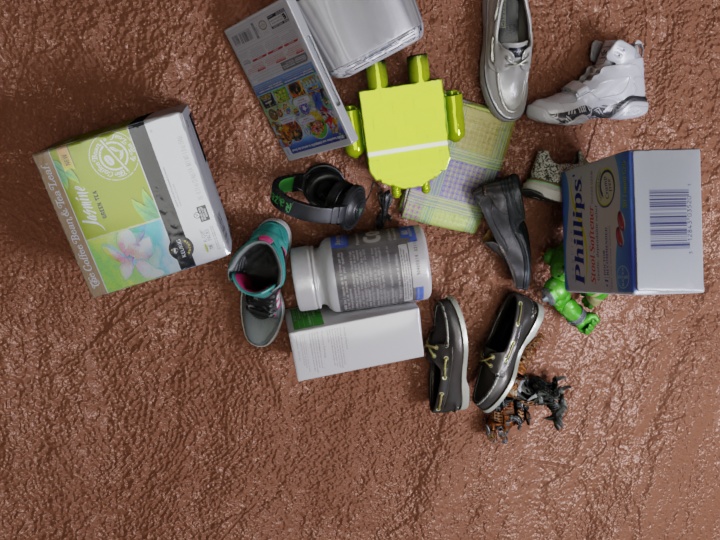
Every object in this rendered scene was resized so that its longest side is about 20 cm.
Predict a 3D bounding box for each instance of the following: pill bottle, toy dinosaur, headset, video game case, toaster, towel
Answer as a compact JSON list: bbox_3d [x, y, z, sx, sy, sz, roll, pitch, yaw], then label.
[{"bbox_3d":[0.000,0.000,1.041,0.198,0.114,0.115,-8,109,-2],"label":"pill bottle"},{"bbox_3d":[0.276,0.208,1.176,0.135,0.102,0.201,16,127,3],"label":"toy dinosaur"},{"bbox_3d":[-0.037,-0.095,1.014,0.199,0.123,0.095,-8,123,-33],"label":"headset"},{"bbox_3d":[-0.095,-0.253,0.945,0.018,0.142,0.201,-41,115,-37],"label":"video game case"},{"bbox_3d":[-0.001,-0.350,0.938,0.199,0.114,0.130,-28,114,-1],"label":"toaster"},{"bbox_3d":[0.148,-0.164,1.069,0.142,0.023,0.202,11,106,-14],"label":"towel"}]

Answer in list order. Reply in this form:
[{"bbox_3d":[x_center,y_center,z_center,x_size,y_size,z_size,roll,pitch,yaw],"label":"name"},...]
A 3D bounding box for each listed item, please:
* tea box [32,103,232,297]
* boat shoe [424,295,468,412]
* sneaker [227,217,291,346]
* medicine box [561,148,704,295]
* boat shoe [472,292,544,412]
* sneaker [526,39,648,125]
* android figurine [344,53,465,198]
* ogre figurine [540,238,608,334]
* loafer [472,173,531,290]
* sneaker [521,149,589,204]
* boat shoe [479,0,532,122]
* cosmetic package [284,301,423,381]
[{"bbox_3d":[-0.299,-0.100,0.950,0.195,0.134,0.202,-18,110,-3],"label":"tea box"},{"bbox_3d":[0.136,0.141,1.130,0.060,0.072,0.203,-11,110,-11],"label":"boat shoe"},{"bbox_3d":[-0.147,0.031,1.017,0.083,0.121,0.202,10,104,6],"label":"sneaker"},{"bbox_3d":[0.367,-0.060,0.961,0.102,0.200,0.184,-2,89,-10],"label":"medicine box"},{"bbox_3d":[0.229,0.133,1.145,0.060,0.072,0.203,26,89,-24],"label":"boat shoe"},{"bbox_3d":[0.340,-0.282,1.041,0.198,0.075,0.116,-8,108,-13],"label":"sneaker"},{"bbox_3d":[0.064,-0.206,1.010,0.180,0.041,0.202,-11,109,-1],"label":"android figurine"},{"bbox_3d":[0.359,-0.008,1.118,0.119,0.098,0.201,16,116,-26],"label":"ogre figurine"},{"bbox_3d":[0.228,-0.055,1.096,0.072,0.073,0.201,-9,118,15],"label":"loafer"},{"bbox_3d":[0.352,-0.143,1.090,0.198,0.077,0.089,8,97,-15],"label":"sneaker"},{"bbox_3d":[0.217,-0.317,1.002,0.071,0.066,0.202,-4,102,-12],"label":"boat shoe"},{"bbox_3d":[-0.011,0.096,1.078,0.198,0.108,0.086,-12,108,-8],"label":"cosmetic package"}]
